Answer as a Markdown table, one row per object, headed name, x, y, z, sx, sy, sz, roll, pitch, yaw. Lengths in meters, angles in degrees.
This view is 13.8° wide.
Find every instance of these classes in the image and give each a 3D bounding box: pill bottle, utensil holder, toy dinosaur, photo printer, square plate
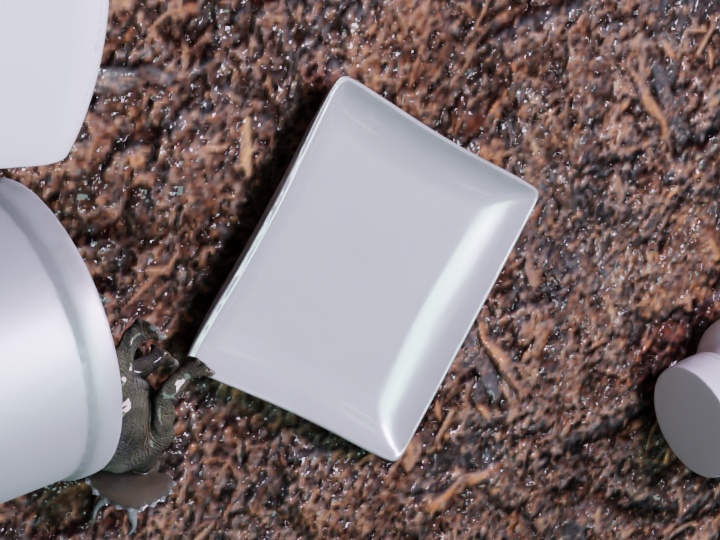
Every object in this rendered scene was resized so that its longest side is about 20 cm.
| name | x | y | z | sx | sy | sz | roll | pitch | yaw |
| --- | --- | --- | --- | --- | --- | --- | --- | --- | --- |
| pill bottle | 0.304 | 0.068 | 2.065 | 0.200 | 0.111 | 0.112 | -24 | 123 | -30 |
| utensil holder | -0.253 | 0.060 | 1.570 | 0.200 | 0.170 | 0.170 | -20 | 121 | -28 |
| toy dinosaur | -0.152 | 0.075 | 1.719 | 0.102 | 0.077 | 0.200 | -58 | 136 | -12 |
| photo printer | -0.223 | -0.131 | 1.570 | 0.200 | 0.069 | 0.167 | -5 | 112 | -38 |
| square plate | 0.000 | 0.000 | 1.842 | 0.200 | 0.028 | 0.199 | 28 | 90 | -43 |
